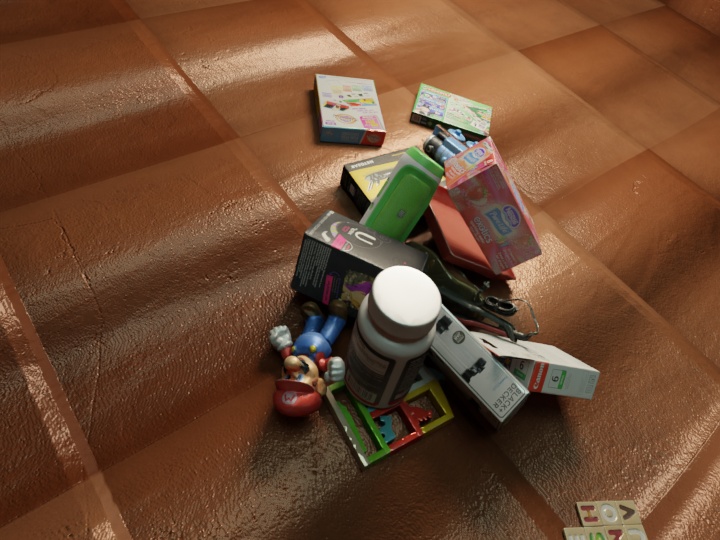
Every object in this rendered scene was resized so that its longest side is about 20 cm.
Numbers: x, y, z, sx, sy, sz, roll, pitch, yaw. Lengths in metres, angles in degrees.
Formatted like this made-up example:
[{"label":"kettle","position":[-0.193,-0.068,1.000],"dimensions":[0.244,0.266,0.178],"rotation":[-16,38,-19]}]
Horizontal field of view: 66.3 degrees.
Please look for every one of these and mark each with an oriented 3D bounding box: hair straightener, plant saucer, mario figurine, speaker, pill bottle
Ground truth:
[{"label":"hair straightener","position":[0.198,0.057,0.891],"dimensions":[0.197,0.079,0.040],"rotation":[20,9,38]},{"label":"plant saucer","position":[0.192,-0.072,1.049],"dimensions":[0.196,0.037,0.204],"rotation":[17,42,-39]},{"label":"mario figurine","position":[-0.079,0.118,0.811],"dimensions":[0.105,0.123,0.203],"rotation":[34,41,-16]},{"label":"speaker","position":[0.065,-0.114,0.983],"dimensions":[0.087,0.203,0.089],"rotation":[31,15,-10]},{"label":"pill bottle","position":[0.043,0.096,0.777],"dimensions":[0.110,0.203,0.116],"rotation":[7,48,-8]}]

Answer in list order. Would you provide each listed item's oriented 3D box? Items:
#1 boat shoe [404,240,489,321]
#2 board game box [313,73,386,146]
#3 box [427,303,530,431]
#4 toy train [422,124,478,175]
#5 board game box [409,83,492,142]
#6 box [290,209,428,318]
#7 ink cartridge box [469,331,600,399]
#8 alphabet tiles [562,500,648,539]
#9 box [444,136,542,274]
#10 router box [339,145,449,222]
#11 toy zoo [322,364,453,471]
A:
[{"label":"boat shoe","position":[0.150,0.022,0.992],"dimensions":[0.199,0.073,0.067],"rotation":[42,20,26]},{"label":"board game box","position":[-0.029,-0.376,1.282],"dimensions":[0.148,0.041,0.204],"rotation":[2,51,-13]},{"label":"box","position":[0.162,0.144,0.846],"dimensions":[0.060,0.117,0.200],"rotation":[-41,68,-7]},{"label":"toy train","position":[0.216,-0.234,1.186],"dimensions":[0.200,0.088,0.113],"rotation":[44,36,21]},{"label":"board game box","position":[0.228,-0.390,1.369],"dimensions":[0.194,0.030,0.137],"rotation":[19,48,1]},{"label":"box","position":[0.000,0.000,0.916],"dimensions":[0.195,0.108,0.123],"rotation":[24,29,5]},{"label":"ink cartridge box","position":[0.259,0.147,0.859],"dimensions":[0.194,0.052,0.109],"rotation":[11,9,-23]},{"label":"alphabet tiles","position":[0.369,0.421,0.752],"dimensions":[0.161,0.008,0.204],"rotation":[3,51,-12]},{"label":"box","position":[0.230,-0.109,0.958],"dimensions":[0.093,0.201,0.104],"rotation":[-24,31,23]},{"label":"router box","position":[0.078,-0.169,1.131],"dimensions":[0.196,0.053,0.159],"rotation":[-20,59,-28]},{"label":"toy zoo","position":[0.054,0.200,0.842],"dimensions":[0.195,0.021,0.133],"rotation":[-19,58,-27]}]
